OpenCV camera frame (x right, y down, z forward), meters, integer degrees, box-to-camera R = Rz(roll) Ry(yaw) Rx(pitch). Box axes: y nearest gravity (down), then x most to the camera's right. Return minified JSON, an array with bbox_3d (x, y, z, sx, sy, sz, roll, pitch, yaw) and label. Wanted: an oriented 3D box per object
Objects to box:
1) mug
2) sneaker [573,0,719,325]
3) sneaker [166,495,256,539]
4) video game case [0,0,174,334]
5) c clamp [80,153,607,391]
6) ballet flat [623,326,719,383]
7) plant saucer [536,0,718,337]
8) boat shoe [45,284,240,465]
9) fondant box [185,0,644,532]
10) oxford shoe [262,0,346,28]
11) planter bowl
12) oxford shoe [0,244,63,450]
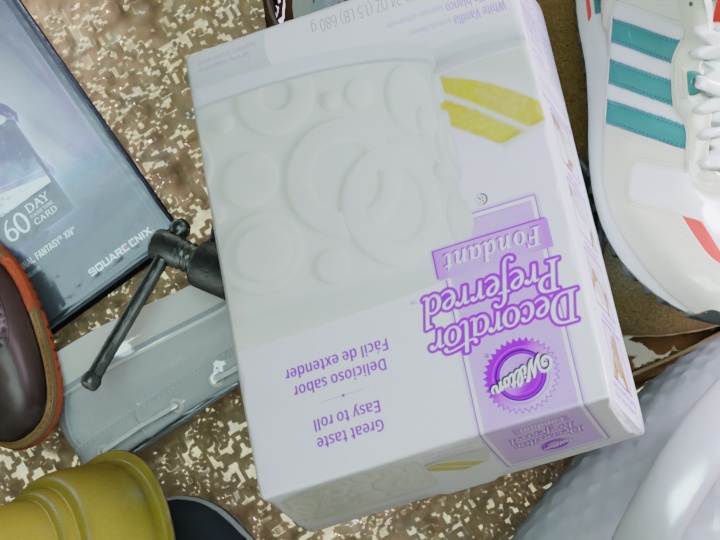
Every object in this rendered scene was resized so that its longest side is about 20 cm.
[{"bbox_3d":[0.146,0.107,0.956,0.147,0.200,0.176,34,82,25],"label":"mug"},{"bbox_3d":[0.138,-0.079,0.945,0.070,0.093,0.201,5,58,-19],"label":"sneaker"},{"bbox_3d":[-0.061,0.185,0.962,0.078,0.079,0.201,-17,72,6],"label":"sneaker"},{"bbox_3d":[-0.196,-0.055,1.094,0.143,0.019,0.200,-36,83,0],"label":"video game case"},{"bbox_3d":[0.000,0.000,0.988,0.199,0.027,0.172,16,76,23],"label":"c clamp"},{"bbox_3d":[0.135,0.016,1.034,0.199,0.063,0.069,-30,83,1],"label":"ballet flat"},{"bbox_3d":[0.119,-0.068,1.020,0.199,0.035,0.201,0,62,0],"label":"plant saucer"},{"bbox_3d":[-0.047,0.031,1.045,0.199,0.072,0.069,-25,85,1],"label":"boat shoe"},{"bbox_3d":[0.019,-0.013,0.938,0.144,0.058,0.201,-18,66,13],"label":"fondant box"},{"bbox_3d":[-0.003,-0.186,1.058,0.072,0.084,0.201,5,83,7],"label":"oxford shoe"},{"bbox_3d":[-0.155,0.166,0.968,0.083,0.200,0.202,14,84,-27],"label":"planter bowl"},{"bbox_3d":[-0.207,-0.002,1.035,0.071,0.072,0.200,-42,77,21],"label":"oxford shoe"}]
